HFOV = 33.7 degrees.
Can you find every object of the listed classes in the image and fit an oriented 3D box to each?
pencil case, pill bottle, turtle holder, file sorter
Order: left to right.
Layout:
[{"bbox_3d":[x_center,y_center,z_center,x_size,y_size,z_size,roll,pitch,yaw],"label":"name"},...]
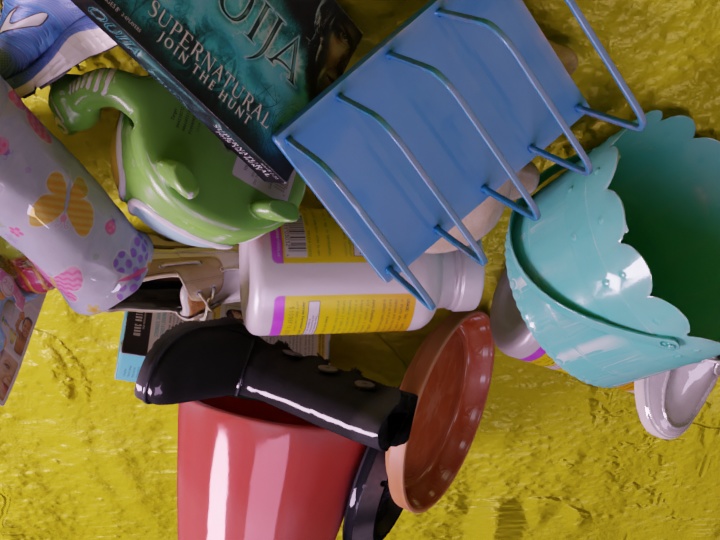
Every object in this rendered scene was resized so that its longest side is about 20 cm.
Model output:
[{"bbox_3d":[-0.238,-0.053,0.868,0.090,0.083,0.200,11,150,44],"label":"pencil case"},{"bbox_3d":[-0.136,-0.083,0.899,0.184,0.142,0.131,-4,169,-36],"label":"turtle holder"},{"bbox_3d":[0.000,0.000,1.012,0.198,0.105,0.105,-1,141,-12],"label":"pill bottle"},{"bbox_3d":[0.068,-0.092,0.801,0.200,0.123,0.139,-40,113,-2],"label":"file sorter"},{"bbox_3d":[0.227,0.052,1.098,0.198,0.105,0.104,18,137,-20],"label":"pill bottle"}]

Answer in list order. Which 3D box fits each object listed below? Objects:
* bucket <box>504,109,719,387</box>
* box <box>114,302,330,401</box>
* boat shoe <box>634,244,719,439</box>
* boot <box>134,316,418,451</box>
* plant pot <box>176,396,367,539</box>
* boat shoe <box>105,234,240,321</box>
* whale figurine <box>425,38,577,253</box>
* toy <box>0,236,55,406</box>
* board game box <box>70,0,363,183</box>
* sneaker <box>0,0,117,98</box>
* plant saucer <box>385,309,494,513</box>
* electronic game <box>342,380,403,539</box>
[{"bbox_3d":[0.222,-0.011,0.951,0.206,0.209,0.134,26,142,-29],"label":"bucket"},{"bbox_3d":[-0.130,0.074,1.138,0.198,0.083,0.049,10,140,-12],"label":"box"},{"bbox_3d":[0.300,0.052,1.033,0.072,0.202,0.068,25,176,-20],"label":"boat shoe"},{"bbox_3d":[-0.066,0.105,0.999,0.199,0.165,0.066,24,111,18],"label":"boot"},{"bbox_3d":[-0.096,0.214,1.169,0.198,0.179,0.200,11,-175,-1],"label":"plant pot"},{"bbox_3d":[-0.150,0.012,1.074,0.198,0.069,0.075,1,140,-3],"label":"boat shoe"},{"bbox_3d":[0.076,-0.112,0.923,0.158,0.104,0.201,29,108,-26],"label":"whale figurine"},{"bbox_3d":[-0.267,-0.008,0.940,0.047,0.201,0.116,-2,143,21],"label":"toy"},{"bbox_3d":[-0.088,-0.171,0.805,0.028,0.136,0.200,9,155,44],"label":"board game box"},{"bbox_3d":[-0.223,-0.187,0.841,0.199,0.079,0.089,-22,115,30],"label":"sneaker"},{"bbox_3d":[0.074,0.131,1.136,0.032,0.201,0.201,17,147,24],"label":"plant saucer"},{"bbox_3d":[0.031,0.191,1.203,0.041,0.201,0.201,21,144,16],"label":"electronic game"}]
